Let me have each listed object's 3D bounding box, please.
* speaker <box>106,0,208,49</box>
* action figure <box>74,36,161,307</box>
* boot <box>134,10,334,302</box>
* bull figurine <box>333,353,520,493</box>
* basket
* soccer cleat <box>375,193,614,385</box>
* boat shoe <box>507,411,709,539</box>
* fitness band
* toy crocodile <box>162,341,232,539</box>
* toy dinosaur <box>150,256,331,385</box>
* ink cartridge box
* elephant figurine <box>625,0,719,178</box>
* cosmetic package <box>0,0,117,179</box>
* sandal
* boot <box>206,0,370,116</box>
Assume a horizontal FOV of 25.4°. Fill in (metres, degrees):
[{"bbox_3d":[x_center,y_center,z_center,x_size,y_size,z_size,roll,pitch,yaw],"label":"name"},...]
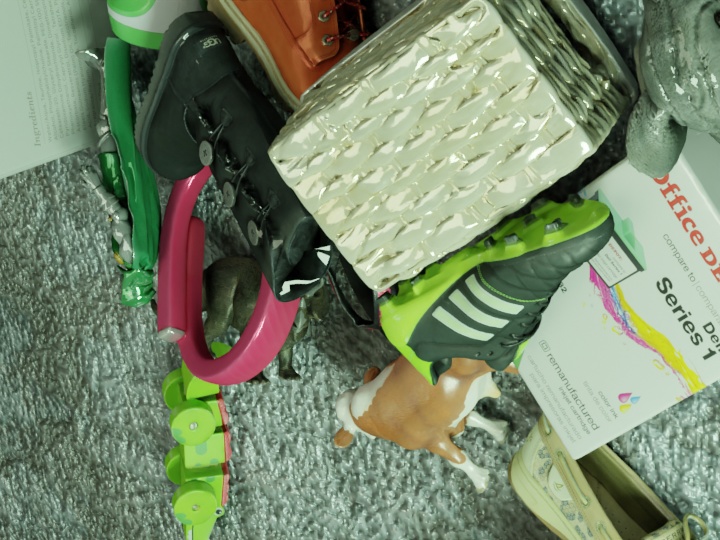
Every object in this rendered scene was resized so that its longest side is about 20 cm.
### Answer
[{"bbox_3d":[-0.142,-0.270,1.173,0.088,0.088,0.202,26,123,29],"label":"speaker"},{"bbox_3d":[-0.187,-0.072,1.252,0.054,0.118,0.203,-9,88,2],"label":"action figure"},{"bbox_3d":[-0.086,-0.060,1.146,0.201,0.065,0.166,54,152,24],"label":"boot"},{"bbox_3d":[0.062,0.089,1.145,0.120,0.066,0.200,28,137,-7],"label":"bull figurine"},{"bbox_3d":[0.056,-0.095,1.009,0.199,0.124,0.136,-33,102,30],"label":"basket"},{"bbox_3d":[0.093,0.014,1.003,0.199,0.068,0.081,-28,103,46],"label":"soccer cleat"},{"bbox_3d":[0.185,0.178,1.095,0.200,0.073,0.063,41,127,23],"label":"boat shoe"},{"bbox_3d":[-0.100,-0.013,1.216,0.143,0.037,0.203,-24,59,43],"label":"fitness band"},{"bbox_3d":[-0.135,0.151,1.367,0.068,0.061,0.202,-117,26,-60],"label":"toy crocodile"},{"bbox_3d":[-0.087,0.031,1.277,0.199,0.076,0.104,19,102,46],"label":"toy dinosaur"},{"bbox_3d":[0.183,0.008,1.016,0.200,0.084,0.146,-38,82,43],"label":"ink cartridge box"},{"bbox_3d":[0.197,-0.112,0.874,0.155,0.199,0.142,46,131,14],"label":"elephant figurine"},{"bbox_3d":[-0.319,-0.170,1.286,0.166,0.199,0.169,7,113,37],"label":"cosmetic package"},{"bbox_3d":[0.000,0.000,1.154,0.075,0.045,0.201,4,135,43],"label":"sandal"},{"bbox_3d":[-0.023,-0.171,1.127,0.200,0.075,0.108,49,127,15],"label":"boot"}]
